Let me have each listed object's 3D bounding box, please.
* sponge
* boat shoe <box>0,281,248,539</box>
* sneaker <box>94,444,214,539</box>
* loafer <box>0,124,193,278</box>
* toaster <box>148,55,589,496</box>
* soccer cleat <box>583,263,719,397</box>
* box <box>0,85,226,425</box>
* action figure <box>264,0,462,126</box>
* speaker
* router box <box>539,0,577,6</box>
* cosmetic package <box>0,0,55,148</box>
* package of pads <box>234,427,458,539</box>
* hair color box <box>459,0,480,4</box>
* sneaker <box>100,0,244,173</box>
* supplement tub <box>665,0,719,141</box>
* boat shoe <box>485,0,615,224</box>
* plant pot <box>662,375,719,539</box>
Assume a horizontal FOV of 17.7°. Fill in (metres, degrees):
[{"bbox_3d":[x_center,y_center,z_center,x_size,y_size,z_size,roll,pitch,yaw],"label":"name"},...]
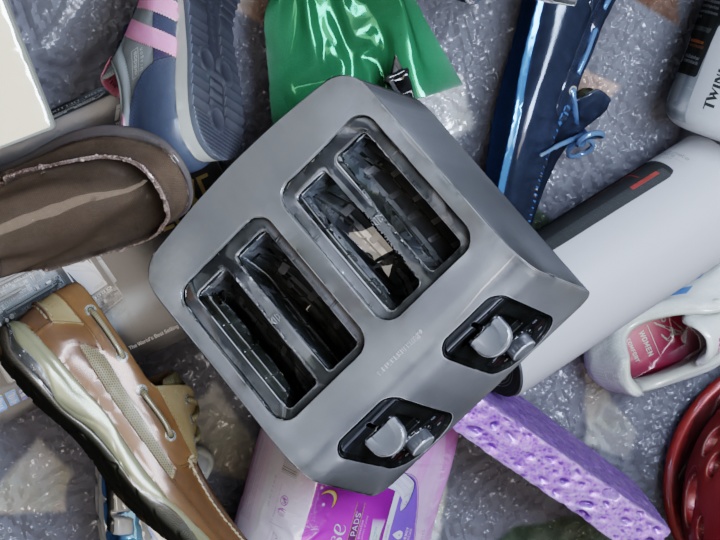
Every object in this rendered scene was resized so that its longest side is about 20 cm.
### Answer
[{"bbox_3d":[0.100,0.103,1.451,0.200,0.112,0.030,35,98,-16],"label":"sponge"},{"bbox_3d":[-0.128,0.091,1.370,0.074,0.076,0.200,-45,108,-16],"label":"boat shoe"},{"bbox_3d":[-0.120,0.201,1.450,0.087,0.075,0.200,-1,102,-17],"label":"sneaker"},{"bbox_3d":[-0.187,-0.023,1.298,0.200,0.071,0.073,-14,119,22],"label":"loafer"},{"bbox_3d":[0.000,0.000,1.315,0.181,0.119,0.200,-43,72,11],"label":"toaster"},{"bbox_3d":[0.238,0.026,1.476,0.200,0.086,0.070,-29,106,-5],"label":"soccer cleat"},{"bbox_3d":[-0.172,-0.017,1.403,0.200,0.050,0.158,-24,105,-5],"label":"box"},{"bbox_3d":[-0.021,-0.193,1.396,0.118,0.055,0.200,-15,97,-7],"label":"action figure"},{"bbox_3d":[0.151,-0.004,1.428,0.200,0.081,0.081,-31,106,-21],"label":"speaker"},{"bbox_3d":[0.111,-0.260,1.358,0.062,0.150,0.200,17,98,-14],"label":"router box"},{"bbox_3d":[-0.254,-0.165,1.330,0.087,0.103,0.200,-21,104,-7],"label":"cosmetic package"},{"bbox_3d":[-0.021,0.172,1.444,0.120,0.076,0.200,7,102,-41],"label":"package of pads"},{"bbox_3d":[0.125,-0.229,1.258,0.200,0.061,0.100,-24,106,-7],"label":"hair color box"},{"bbox_3d":[-0.117,-0.142,1.347,0.082,0.200,0.070,-19,143,25],"label":"sneaker"},{"bbox_3d":[0.276,-0.166,1.426,0.122,0.123,0.200,17,98,-14],"label":"supplement tub"},{"bbox_3d":[0.125,-0.110,1.427,0.069,0.084,0.200,13,101,-8],"label":"boat shoe"},{"bbox_3d":[0.293,0.148,1.462,0.200,0.183,0.201,-3,103,-11],"label":"plant pot"}]
